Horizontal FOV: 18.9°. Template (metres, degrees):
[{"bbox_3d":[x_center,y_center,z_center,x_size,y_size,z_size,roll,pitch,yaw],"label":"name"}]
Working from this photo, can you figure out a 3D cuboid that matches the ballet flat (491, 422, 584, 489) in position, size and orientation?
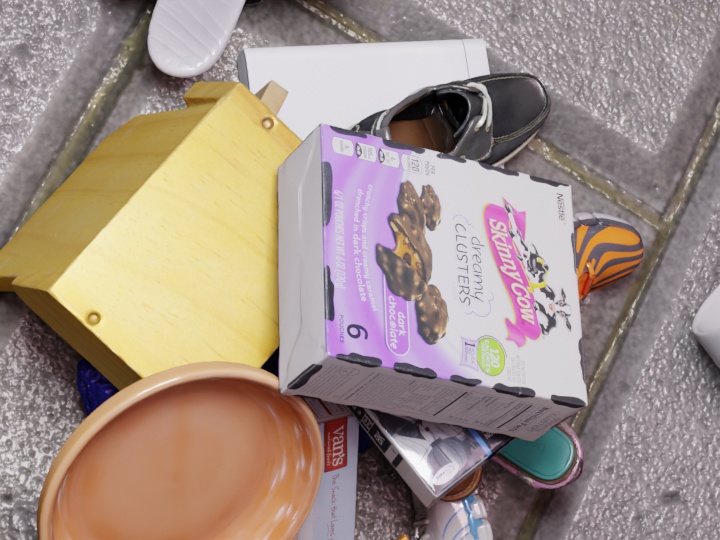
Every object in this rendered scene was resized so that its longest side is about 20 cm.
[{"bbox_3d":[0.080,0.099,1.610,0.199,0.071,0.069,34,82,12],"label":"ballet flat"}]

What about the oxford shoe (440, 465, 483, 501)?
[{"bbox_3d":[0.029,0.073,1.550,0.071,0.071,0.201,-25,83,7],"label":"oxford shoe"}]

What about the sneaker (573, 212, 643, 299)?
[{"bbox_3d":[0.142,0.025,1.623,0.198,0.078,0.112,-13,43,-22],"label":"sneaker"}]

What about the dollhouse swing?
[{"bbox_3d":[-0.135,-0.009,1.520,0.182,0.176,0.200,43,69,-7],"label":"dollhouse swing"}]

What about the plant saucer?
[{"bbox_3d":[-0.120,0.140,1.416,0.198,0.202,0.037,-15,38,-21],"label":"plant saucer"}]

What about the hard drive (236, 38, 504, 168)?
[{"bbox_3d":[0.010,-0.109,1.667,0.198,0.027,0.133,-4,79,-18],"label":"hard drive"}]

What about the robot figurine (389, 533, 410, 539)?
[{"bbox_3d":[-0.018,0.287,1.527,0.199,0.058,0.145,-37,86,-1],"label":"robot figurine"}]

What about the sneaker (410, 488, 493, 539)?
[{"bbox_3d":[0.058,0.223,1.584,0.086,0.075,0.202,-18,83,-15],"label":"sneaker"}]

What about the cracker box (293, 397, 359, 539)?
[{"bbox_3d":[-0.101,0.164,1.509,0.198,0.058,0.135,-11,122,-23],"label":"cracker box"}]

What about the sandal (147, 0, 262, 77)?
[{"bbox_3d":[-0.111,-0.216,1.633,0.078,0.059,0.208,17,58,8],"label":"sandal"}]

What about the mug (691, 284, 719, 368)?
[{"bbox_3d":[0.377,0.056,1.696,0.176,0.147,0.200,50,38,-7],"label":"mug"}]

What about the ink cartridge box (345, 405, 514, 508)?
[{"bbox_3d":[0.024,0.055,1.494,0.099,0.039,0.200,-37,80,-19],"label":"ink cartridge box"}]

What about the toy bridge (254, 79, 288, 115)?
[{"bbox_3d":[-0.004,-0.062,1.564,0.199,0.067,0.027,33,57,-18],"label":"toy bridge"}]

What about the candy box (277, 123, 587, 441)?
[{"bbox_3d":[0.047,0.010,1.435,0.198,0.071,0.169,12,60,-26],"label":"candy box"}]

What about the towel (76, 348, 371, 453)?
[{"bbox_3d":[-0.093,0.098,1.553,0.199,0.049,0.149,-22,103,-18],"label":"towel"}]

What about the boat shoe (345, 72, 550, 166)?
[{"bbox_3d":[0.075,-0.110,1.627,0.199,0.068,0.072,-19,79,-37],"label":"boat shoe"}]
